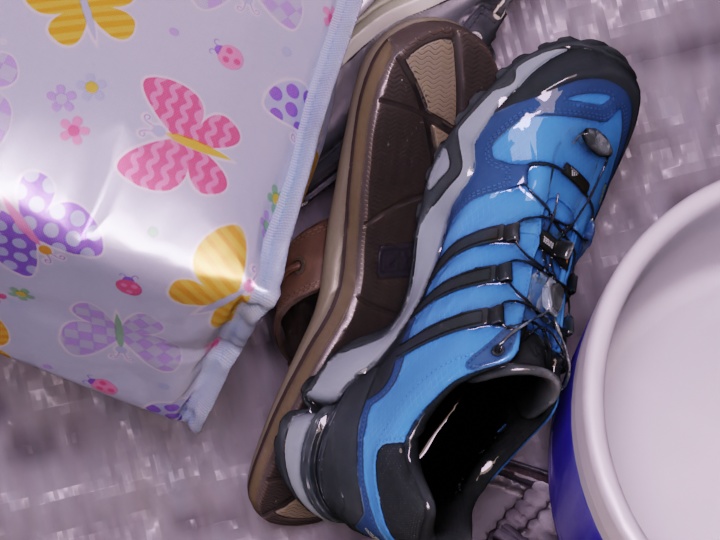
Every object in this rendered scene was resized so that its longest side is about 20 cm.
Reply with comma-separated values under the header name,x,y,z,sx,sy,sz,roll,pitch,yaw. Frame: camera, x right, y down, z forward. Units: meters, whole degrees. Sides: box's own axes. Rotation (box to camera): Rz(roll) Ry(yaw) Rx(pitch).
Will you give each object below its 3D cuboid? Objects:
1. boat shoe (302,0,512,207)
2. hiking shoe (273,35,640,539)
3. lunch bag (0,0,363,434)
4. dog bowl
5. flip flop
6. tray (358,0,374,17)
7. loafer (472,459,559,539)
name,x,y,z,sx,sy,sz,roll,pitch,yaw
boat shoe,0.015,-0.087,1.147,0.199,0.066,0.074,-43,40,-6
hiking shoe,0.054,0.014,1.073,0.087,0.074,0.201,29,90,48
lunch bag,-0.092,-0.070,1.036,0.169,0.127,0.201,20,57,-8
dog bowl,0.170,0.066,1.089,0.199,0.079,0.201,3,65,-7
flip flop,0.000,0.000,1.123,0.081,0.057,0.201,-1,109,-38
tray,0.012,-0.172,1.145,0.200,0.022,0.107,-47,44,-5
loafer,0.100,0.134,1.117,0.200,0.063,0.072,37,85,4
